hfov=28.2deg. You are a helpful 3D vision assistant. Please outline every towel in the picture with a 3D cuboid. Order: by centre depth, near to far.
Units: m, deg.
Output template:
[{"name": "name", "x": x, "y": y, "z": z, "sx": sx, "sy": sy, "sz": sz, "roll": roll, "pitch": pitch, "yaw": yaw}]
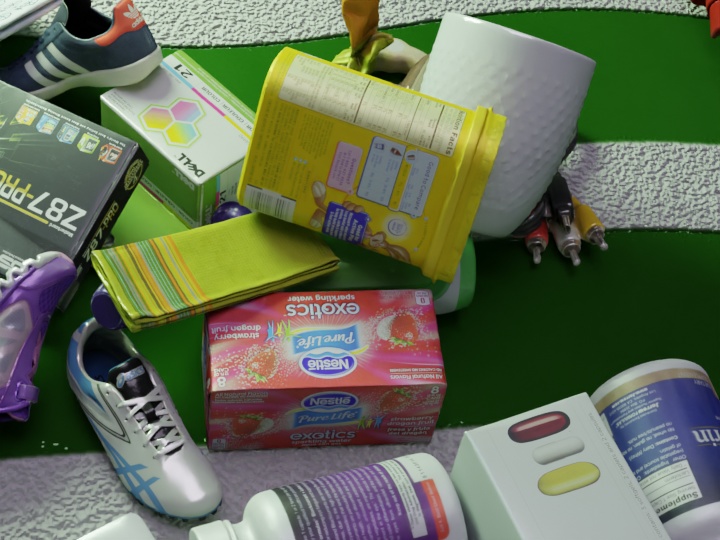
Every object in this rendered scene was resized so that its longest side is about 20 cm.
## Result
[{"name": "towel", "x": -0.119, "y": -0.008, "z": 1.195, "sx": 0.198, "sy": 0.018, "sz": 0.086, "roll": -16, "pitch": 55, "yaw": -30}]

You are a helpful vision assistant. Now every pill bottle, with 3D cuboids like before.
[{"name": "pill bottle", "x": -0.026, "y": 0.215, "z": 1.099, "sx": 0.198, "sy": 0.112, "sz": 0.112, "roll": -11, "pitch": 54, "yaw": -17}, {"name": "pill bottle", "x": 0.264, "y": 0.184, "z": 1.167, "sx": 0.114, "sy": 0.116, "sz": 0.202, "roll": -7, "pitch": 54, "yaw": -14}]

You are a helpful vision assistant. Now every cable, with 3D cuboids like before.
[{"name": "cable", "x": 0.184, "y": -0.081, "z": 1.424, "sx": 0.096, "sy": 0.051, "sz": 0.201, "roll": -9, "pitch": 40, "yaw": 6}]

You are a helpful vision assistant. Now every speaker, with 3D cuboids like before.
[{"name": "speaker", "x": 0.000, "y": 0.000, "z": 1.289, "sx": 0.197, "sy": 0.089, "sz": 0.089, "roll": -2, "pitch": 52, "yaw": -10}]

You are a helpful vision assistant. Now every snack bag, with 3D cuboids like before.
[{"name": "snack bag", "x": -0.386, "y": -0.251, "z": 1.406, "sx": 0.199, "sy": 0.022, "sz": 0.188, "roll": 13, "pitch": 42, "yaw": 43}]

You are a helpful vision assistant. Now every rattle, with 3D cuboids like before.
[{"name": "rattle", "x": 0.059, "y": -0.191, "z": 1.418, "sx": 0.129, "sy": 0.144, "sz": 0.201, "roll": -5, "pitch": 44, "yaw": -36}]

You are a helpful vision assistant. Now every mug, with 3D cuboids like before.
[{"name": "mug", "x": 0.124, "y": -0.129, "z": 1.329, "sx": 0.146, "sy": 0.177, "sz": 0.200, "roll": 20, "pitch": 8, "yaw": 12}]

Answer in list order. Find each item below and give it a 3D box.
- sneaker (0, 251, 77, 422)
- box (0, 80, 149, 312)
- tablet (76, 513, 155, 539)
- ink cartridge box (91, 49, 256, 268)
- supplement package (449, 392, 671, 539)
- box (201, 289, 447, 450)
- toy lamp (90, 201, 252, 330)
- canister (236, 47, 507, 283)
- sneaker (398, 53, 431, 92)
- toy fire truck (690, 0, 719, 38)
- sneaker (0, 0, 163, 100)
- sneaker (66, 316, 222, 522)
[{"name": "sneaker", "x": -0.292, "y": 0.077, "z": 1.175, "sx": 0.088, "sy": 0.081, "sz": 0.201, "roll": 36, "pitch": 76, "yaw": 8}, {"name": "box", "x": -0.314, "y": -0.077, "z": 1.289, "sx": 0.198, "sy": 0.049, "sz": 0.162, "roll": 25, "pitch": 76, "yaw": 13}, {"name": "tablet", "x": -0.176, "y": 0.287, "z": 1.083, "sx": 0.129, "sy": 0.014, "sz": 0.200, "roll": -25, "pitch": 60, "yaw": -26}, {"name": "ink cartridge box", "x": -0.197, "y": -0.098, "z": 1.340, "sx": 0.148, "sy": 0.076, "sz": 0.199, "roll": 40, "pitch": 56, "yaw": 21}, {"name": "supplement package", "x": 0.154, "y": 0.227, "z": 1.089, "sx": 0.110, "sy": 0.157, "sz": 0.201, "roll": -15, "pitch": 56, "yaw": -19}, {"name": "box", "x": -0.034, "y": 0.084, "z": 1.211, "sx": 0.197, "sy": 0.096, "sz": 0.101, "roll": -1, "pitch": 53, "yaw": -9}, {"name": "toy lamp", "x": -0.160, "y": -0.003, "z": 1.246, "sx": 0.058, "sy": 0.059, "sz": 0.200, "roll": 32, "pitch": 35, "yaw": 16}, {"name": "canister", "x": 0.007, "y": -0.091, "z": 1.208, "sx": 0.198, "sy": 0.150, "sz": 0.087, "roll": 19, "pitch": 28, "yaw": 2}, {"name": "sneaker", "x": 0.017, "y": -0.126, "z": 1.363, "sx": 0.075, "sy": 0.070, "sz": 0.202, "roll": 21, "pitch": 76, "yaw": 26}, {"name": "toy fire truck", "x": 0.459, "y": -0.286, "z": 1.572, "sx": 0.174, "sy": 0.129, "sz": 0.202, "roll": 7, "pitch": 63, "yaw": -4}, {"name": "sneaker", "x": -0.286, "y": -0.216, "z": 1.371, "sx": 0.198, "sy": 0.085, "sz": 0.075, "roll": -8, "pitch": 28, "yaw": 21}, {"name": "sneaker", "x": -0.181, "y": 0.121, "z": 1.175, "sx": 0.071, "sy": 0.073, "sz": 0.200, "roll": -27, "pitch": 62, "yaw": -28}]
